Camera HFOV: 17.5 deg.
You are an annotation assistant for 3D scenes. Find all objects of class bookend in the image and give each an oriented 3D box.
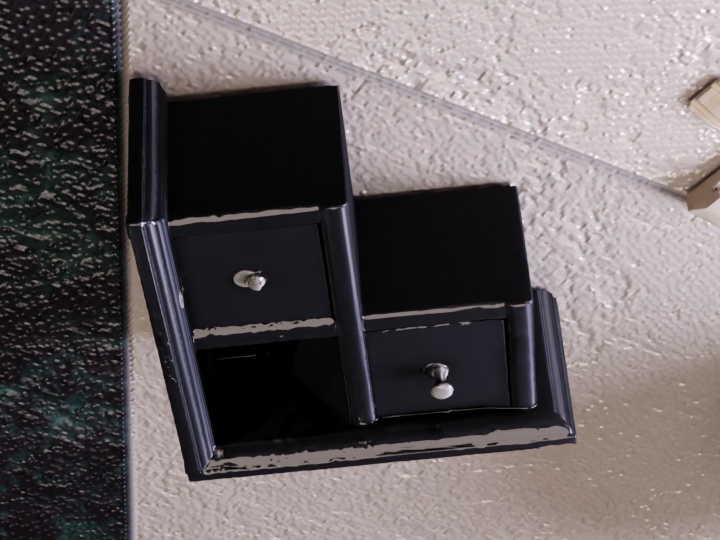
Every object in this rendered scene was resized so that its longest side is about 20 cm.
[{"bbox_3d":[0.000,0.000,1.119,0.198,0.093,0.200,-5,140,1],"label":"bookend"}]

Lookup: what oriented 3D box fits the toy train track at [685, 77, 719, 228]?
[{"bbox_3d":[0.232,-0.074,1.094,0.114,0.033,0.200,26,131,-30],"label":"toy train track"}]
